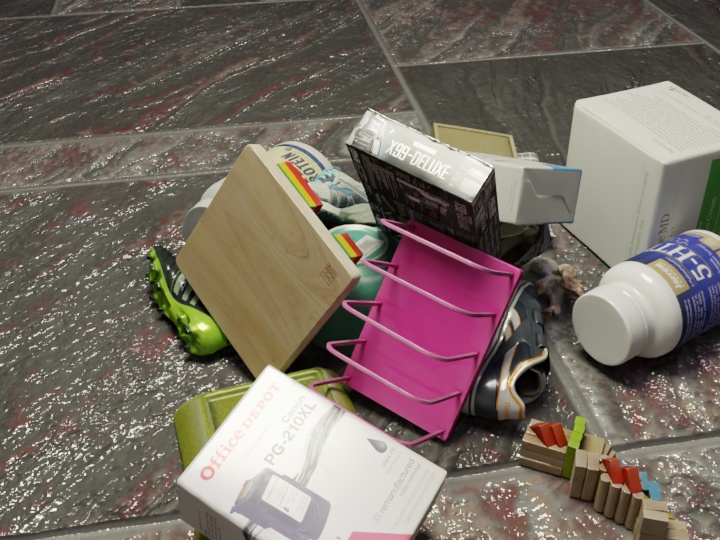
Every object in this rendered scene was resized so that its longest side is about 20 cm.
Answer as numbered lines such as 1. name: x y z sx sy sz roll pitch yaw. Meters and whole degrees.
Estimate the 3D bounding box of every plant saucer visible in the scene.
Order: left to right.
1. plant saucer: -0.088 0.178 0.874 0.198 0.048 0.201 -11 38 -15

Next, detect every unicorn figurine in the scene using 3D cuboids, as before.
1. unicorn figurine: 0.195 -0.001 1.113 0.198 0.074 0.138 19 36 -1

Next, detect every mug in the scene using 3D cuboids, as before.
1. mug: -0.009 0.004 1.057 0.150 0.115 0.186 -5 36 -6

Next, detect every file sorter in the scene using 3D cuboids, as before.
1. file sorter: 0.053 0.062 0.861 0.138 0.202 0.125 26 9 22

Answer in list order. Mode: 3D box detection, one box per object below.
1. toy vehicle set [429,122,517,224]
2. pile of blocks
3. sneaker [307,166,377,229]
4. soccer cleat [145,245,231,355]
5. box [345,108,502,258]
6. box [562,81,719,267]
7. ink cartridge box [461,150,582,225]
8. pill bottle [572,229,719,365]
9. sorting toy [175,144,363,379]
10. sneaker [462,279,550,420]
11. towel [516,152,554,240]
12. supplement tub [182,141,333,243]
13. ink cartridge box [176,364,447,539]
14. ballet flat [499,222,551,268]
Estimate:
1. toy vehicle set: 0.165 -0.133 1.169 0.123 0.027 0.201 8 42 -8
2. pile of blocks: 0.248 0.196 0.834 0.082 0.063 0.199 -28 45 -33
3. sneaker: -0.050 -0.093 1.089 0.199 0.077 0.087 6 64 -51
4. soccer cleat: -0.217 0.035 1.068 0.080 0.068 0.200 -11 42 -32
5. box: 0.077 -0.078 0.930 0.157 0.200 0.050 28 74 23
6. box: 0.406 -0.124 1.158 0.170 0.201 0.200 -14 38 -17
7. ink cartridge box: 0.152 -0.106 1.015 0.114 0.069 0.199 -3 15 -40
8. pill bottle: 0.359 0.036 1.007 0.199 0.121 0.120 -22 41 -27
9. sorting toy: -0.099 -0.007 0.968 0.201 0.199 0.069 51 34 18
10. sneaker: 0.186 0.095 0.963 0.079 0.079 0.201 12 48 25
11. towel: 0.182 -0.106 1.234 0.197 0.086 0.166 1 36 2
12. supplement tub: -0.131 -0.076 1.143 0.144 0.146 0.200 21 41 27
13. ink cartridge box: -0.045 0.203 0.752 0.199 0.085 0.145 28 55 14
14. ballet flat: 0.156 -0.014 1.036 0.200 0.072 0.072 -37 46 -14
